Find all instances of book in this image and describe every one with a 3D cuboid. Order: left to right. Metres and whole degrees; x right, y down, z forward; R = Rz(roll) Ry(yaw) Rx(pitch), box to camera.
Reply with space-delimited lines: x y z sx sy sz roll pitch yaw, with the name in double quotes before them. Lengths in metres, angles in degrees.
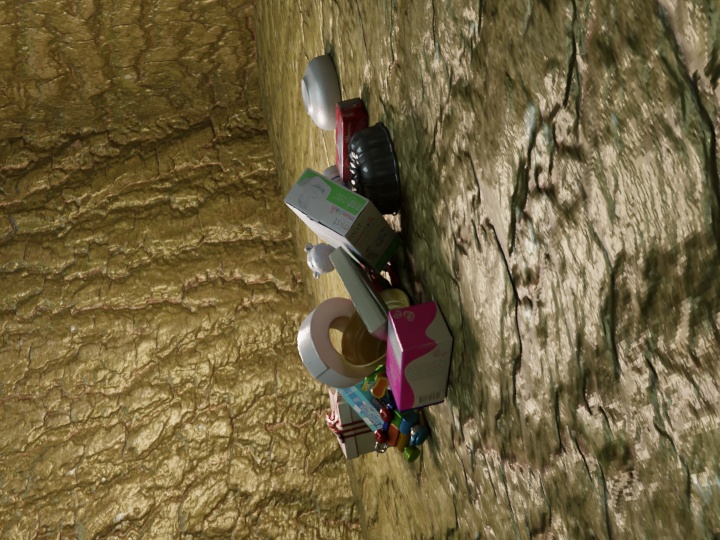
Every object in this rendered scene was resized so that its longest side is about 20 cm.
"book" 0.016 0.056 1.484 0.201 0.048 0.133 58 -171 29

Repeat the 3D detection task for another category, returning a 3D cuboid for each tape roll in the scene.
"tape roll" -0.046 0.169 1.678 0.071 0.199 0.206 -41 58 47

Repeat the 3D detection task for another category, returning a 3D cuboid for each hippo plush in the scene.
"hippo plush" -0.073 -0.067 1.977 0.200 0.158 0.163 -155 54 -77

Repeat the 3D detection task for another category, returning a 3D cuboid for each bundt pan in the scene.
"bundt pan" 0.022 -0.211 1.547 0.202 0.074 0.206 168 90 -80

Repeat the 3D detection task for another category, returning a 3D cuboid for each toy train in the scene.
"toy train" 0.096 0.410 1.703 0.115 0.084 0.203 41 133 36

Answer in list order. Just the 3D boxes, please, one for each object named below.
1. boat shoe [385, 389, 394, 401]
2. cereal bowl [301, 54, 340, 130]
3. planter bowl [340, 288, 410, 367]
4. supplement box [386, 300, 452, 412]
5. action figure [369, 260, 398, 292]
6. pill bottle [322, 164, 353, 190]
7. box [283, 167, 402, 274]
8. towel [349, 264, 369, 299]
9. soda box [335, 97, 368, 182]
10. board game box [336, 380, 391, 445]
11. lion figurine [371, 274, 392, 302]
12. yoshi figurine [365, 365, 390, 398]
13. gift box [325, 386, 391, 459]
"boat shoe" 0.066 0.254 1.833 0.075 0.061 0.204 20 128 68
"cereal bowl" -0.112 -0.481 1.964 0.200 0.082 0.204 168 90 -81
"planter bowl" 0.056 0.146 1.604 0.083 0.200 0.201 41 -169 -32
"supplement box" 0.111 0.170 1.401 0.202 0.099 0.104 91 165 -47
"action figure" 0.045 -0.006 1.656 0.052 0.065 0.201 59 -175 -23
"pill bottle" -0.040 -0.178 1.813 0.202 0.110 0.114 -112 15 -46
"box" -0.038 -0.104 1.524 0.199 0.097 0.177 32 171 37
"towel" 0.000 0.000 1.686 0.200 0.022 0.148 -177 88 -81
"soda box" -0.023 -0.308 1.715 0.202 0.062 0.071 92 163 -53
"board game box" 0.036 0.354 1.846 0.200 0.047 0.151 48 156 2
"lion figurine" 0.050 0.075 1.762 0.123 0.072 0.201 59 174 36
"yoshi figurine" 0.070 0.258 1.701 0.114 0.111 0.200 60 -170 -11
"gift box" -0.005 0.401 2.045 0.184 0.183 0.204 -165 63 -78
